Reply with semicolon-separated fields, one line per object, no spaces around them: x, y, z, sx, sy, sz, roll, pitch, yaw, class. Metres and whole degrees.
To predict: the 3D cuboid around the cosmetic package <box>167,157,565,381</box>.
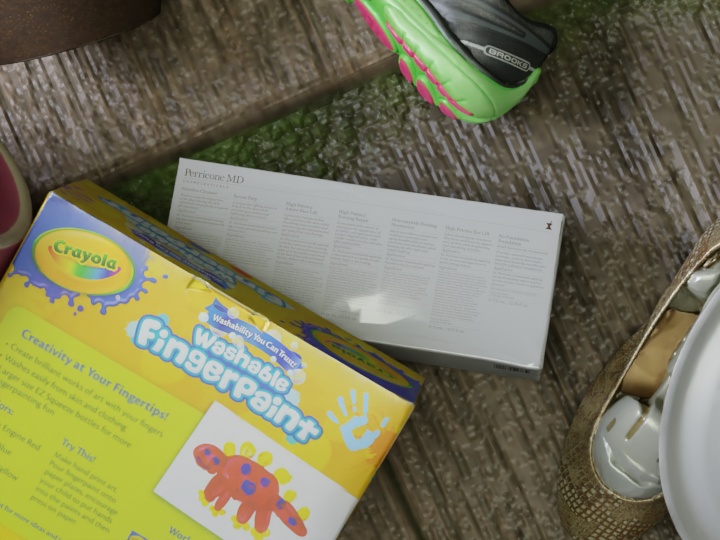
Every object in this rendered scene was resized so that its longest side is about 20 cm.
0.000;0.000;1.021;0.200;0.051;0.083;9;81;6;cosmetic package

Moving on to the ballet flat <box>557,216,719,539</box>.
0.158;0.056;1.005;0.070;0.065;0.200;27;96;4;ballet flat

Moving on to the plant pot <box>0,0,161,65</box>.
-0.171;-0.211;0.985;0.187;0.187;0.200;-14;106;7;plant pot

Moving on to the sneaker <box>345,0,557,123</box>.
0.026;-0.169;1.013;0.084;0.077;0.200;-36;92;-11;sneaker

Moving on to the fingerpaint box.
-0.096;0.077;0.969;0.200;0.073;0.167;30;99;2;fingerpaint box

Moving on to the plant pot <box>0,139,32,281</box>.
-0.263;-0.002;0.963;0.179;0.200;0.200;-43;88;21;plant pot

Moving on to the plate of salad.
0.226;0.064;0.981;0.200;0.048;0.200;-9;111;-24;plate of salad
